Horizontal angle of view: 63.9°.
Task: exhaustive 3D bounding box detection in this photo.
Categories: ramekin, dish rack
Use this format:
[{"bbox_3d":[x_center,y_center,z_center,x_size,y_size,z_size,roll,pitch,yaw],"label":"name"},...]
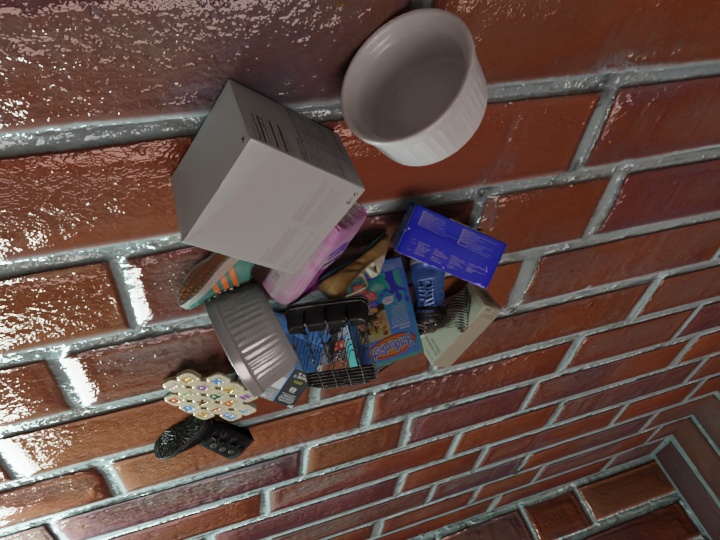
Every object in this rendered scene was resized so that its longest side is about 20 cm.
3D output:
[{"bbox_3d":[0.079,-0.245,0.802,0.200,0.202,0.097,-37,147,15],"label":"ramekin"},{"bbox_3d":[-0.197,0.120,1.073,0.104,0.201,0.201,-28,143,-10],"label":"ramekin"},{"bbox_3d":[-0.046,0.140,1.048,0.151,0.055,0.202,-7,132,6],"label":"dish rack"}]

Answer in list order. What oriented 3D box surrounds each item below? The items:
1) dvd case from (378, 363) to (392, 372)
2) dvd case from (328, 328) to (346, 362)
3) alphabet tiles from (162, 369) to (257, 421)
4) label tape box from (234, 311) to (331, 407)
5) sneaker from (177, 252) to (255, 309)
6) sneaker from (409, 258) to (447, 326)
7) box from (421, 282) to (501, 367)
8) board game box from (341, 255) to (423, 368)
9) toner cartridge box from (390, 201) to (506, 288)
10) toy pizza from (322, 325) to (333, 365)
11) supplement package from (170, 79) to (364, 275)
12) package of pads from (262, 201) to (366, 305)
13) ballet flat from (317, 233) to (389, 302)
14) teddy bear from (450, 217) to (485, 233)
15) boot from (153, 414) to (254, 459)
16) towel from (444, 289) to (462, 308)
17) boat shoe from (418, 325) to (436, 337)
[{"bbox_3d":[0.084,0.175,1.421,0.199,0.018,0.142,-37,141,13],"label":"dvd case"},{"bbox_3d":[0.009,0.105,1.252,0.145,0.022,0.202,-11,131,-33],"label":"dvd case"},{"bbox_3d":[-0.327,0.275,1.262,0.194,0.015,0.200,-27,131,30],"label":"alphabet tiles"},{"bbox_3d":[-0.168,0.193,1.223,0.143,0.064,0.201,23,128,-14],"label":"label tape box"},{"bbox_3d":[-0.236,0.008,1.016,0.199,0.072,0.080,-40,135,16],"label":"sneaker"},{"bbox_3d":[0.139,0.051,1.182,0.076,0.113,0.200,0,156,9],"label":"sneaker"},{"bbox_3d":[0.227,0.129,1.337,0.068,0.082,0.201,15,121,-42],"label":"box"},{"bbox_3d":[0.032,0.085,1.150,0.150,0.203,0.045,-13,180,-23],"label":"board game box"},{"bbox_3d":[0.166,-0.047,1.084,0.198,0.043,0.096,22,97,-14],"label":"toner cartridge box"},{"bbox_3d":[-0.076,0.139,1.282,0.198,0.032,0.202,-15,138,-14],"label":"toy pizza"},{"bbox_3d":[-0.141,-0.128,0.851,0.199,0.148,0.191,18,126,-40],"label":"supplement package"},{"bbox_3d":[-0.080,-0.037,1.011,0.201,0.076,0.120,-52,169,31],"label":"package of pads"},{"bbox_3d":[0.000,0.000,1.074,0.199,0.063,0.069,-37,179,-38],"label":"ballet flat"},{"bbox_3d":[0.162,-0.055,1.162,0.199,0.067,0.145,22,125,-42],"label":"teddy bear"},{"bbox_3d":[-0.384,0.430,1.432,0.164,0.066,0.200,-31,146,11],"label":"boot"},{"bbox_3d":[0.216,0.139,1.421,0.145,0.030,0.201,-29,140,-7],"label":"towel"},{"bbox_3d":[0.105,0.121,1.270,0.066,0.058,0.199,-11,154,34],"label":"boat shoe"}]
